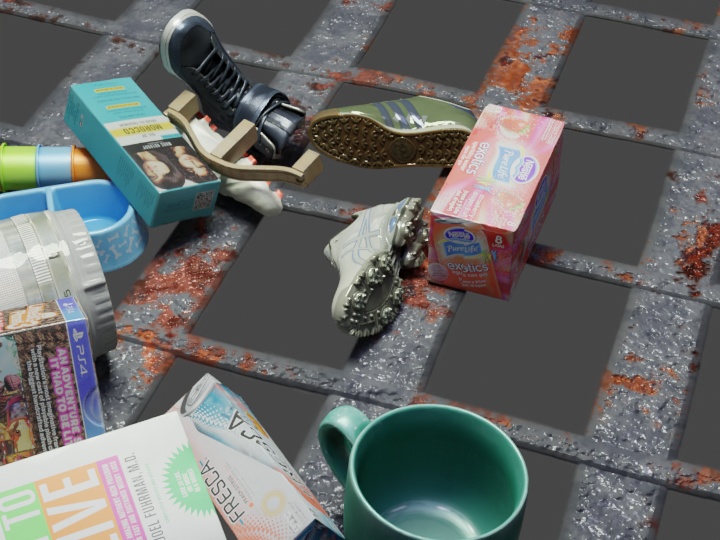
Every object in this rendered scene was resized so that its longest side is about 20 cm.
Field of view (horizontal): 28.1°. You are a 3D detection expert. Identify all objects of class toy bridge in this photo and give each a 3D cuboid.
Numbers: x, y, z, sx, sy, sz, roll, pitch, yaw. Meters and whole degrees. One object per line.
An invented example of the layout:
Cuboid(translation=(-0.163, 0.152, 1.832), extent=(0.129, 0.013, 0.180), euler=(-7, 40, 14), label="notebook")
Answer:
Cuboid(translation=(-0.140, -0.135, 1.568), extent=(0.199, 0.027, 0.067), euler=(27, 58, 25), label="toy bridge")

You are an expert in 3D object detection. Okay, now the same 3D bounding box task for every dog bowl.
Cuboid(translation=(-0.330, -0.044, 1.548), extent=(0.199, 0.050, 0.112), euler=(-10, 44, -10), label="dog bowl")

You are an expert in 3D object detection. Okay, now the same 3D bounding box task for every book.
Cuboid(translation=(-0.224, 0.211, 1.192), extent=(0.199, 0.048, 0.134), euler=(-18, 62, -17), label="book")

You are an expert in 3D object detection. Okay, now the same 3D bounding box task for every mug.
Cuboid(translation=(0.056, 0.197, 1.229), extent=(0.151, 0.115, 0.185), euler=(-8, 42, -15), label="mug")

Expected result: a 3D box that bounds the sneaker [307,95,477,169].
Cuboid(translation=(0.045, -0.166, 1.673), extent=(0.199, 0.068, 0.090), euler=(6, 32, 9), label="sneaker")

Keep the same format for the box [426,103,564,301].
Cuboid(translation=(0.147, -0.076, 1.541), extent=(0.094, 0.103, 0.200), euler=(14, 43, 15), label="box")

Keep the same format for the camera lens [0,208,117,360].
Cuboid(translation=(-0.350, 0.037, 1.377), extent=(0.199, 0.161, 0.160), euler=(-18, 45, -18), label="camera lens")

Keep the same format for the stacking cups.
Cuboid(translation=(-0.344, -0.114, 1.627), extent=(0.198, 0.061, 0.061), euler=(0, 42, -7), label="stacking cups")

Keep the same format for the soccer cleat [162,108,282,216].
Cuboid(translation=(-0.163, -0.112, 1.618), extent=(0.078, 0.069, 0.200), euler=(-45, 61, -4), label="soccer cleat")

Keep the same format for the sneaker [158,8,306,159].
Cuboid(translation=(-0.138, -0.206, 1.621), extent=(0.146, 0.203, 0.077), euler=(32, 77, 26), label="sneaker")

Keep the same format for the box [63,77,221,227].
Cuboid(translation=(-0.242, -0.133, 1.577), extent=(0.082, 0.049, 0.200), euler=(-14, 49, -38), label="box")

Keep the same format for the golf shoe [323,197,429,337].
Cuboid(translation=(0.000, 0.000, 1.497), extent=(0.097, 0.079, 0.200), euler=(0, 34, 27), label="golf shoe")

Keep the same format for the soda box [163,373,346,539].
Cuboid(translation=(-0.098, 0.185, 1.269), extent=(0.068, 0.064, 0.200), euler=(-43, 52, 1), label="soda box")

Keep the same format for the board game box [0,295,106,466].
Cuboid(translation=(-0.328, 0.126, 1.258), extent=(0.199, 0.161, 0.097), euler=(-11, 14, -15), label="board game box")
